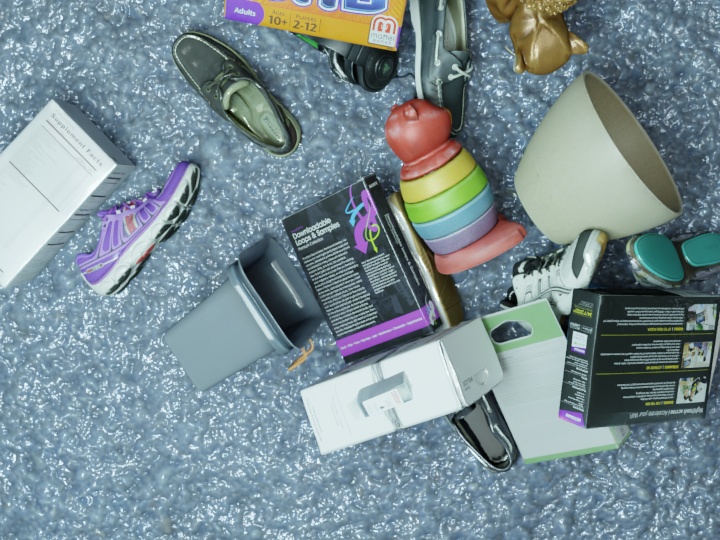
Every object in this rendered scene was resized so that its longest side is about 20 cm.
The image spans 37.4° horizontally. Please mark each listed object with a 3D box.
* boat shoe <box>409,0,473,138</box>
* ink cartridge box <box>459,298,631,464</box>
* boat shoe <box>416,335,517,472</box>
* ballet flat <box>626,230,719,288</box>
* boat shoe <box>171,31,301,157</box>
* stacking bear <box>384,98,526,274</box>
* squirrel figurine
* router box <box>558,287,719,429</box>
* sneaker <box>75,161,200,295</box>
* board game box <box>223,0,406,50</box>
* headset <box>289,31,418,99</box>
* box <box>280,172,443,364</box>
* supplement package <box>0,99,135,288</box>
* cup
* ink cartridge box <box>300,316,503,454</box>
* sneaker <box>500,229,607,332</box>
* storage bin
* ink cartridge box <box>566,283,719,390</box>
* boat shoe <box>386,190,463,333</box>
[{"bbox_3d":[0.104,-0.261,1.291,0.059,0.075,0.204,-6,97,37],"label":"boat shoe"},{"bbox_3d":[0.223,0.131,1.295,0.144,0.048,0.203,-20,98,44],"label":"ink cartridge box"},{"bbox_3d":[0.135,0.165,1.333,0.072,0.063,0.202,-32,93,3],"label":"boat shoe"},{"bbox_3d":[0.369,-0.007,1.285,0.198,0.071,0.074,-5,95,-41],"label":"ballet flat"},{"bbox_3d":[-0.152,-0.219,1.302,0.201,0.066,0.072,44,93,-3],"label":"boat shoe"},{"bbox_3d":[0.097,-0.110,1.265,0.112,0.121,0.202,-29,104,-3],"label":"stacking bear"},{"bbox_3d":[0.197,-0.327,1.232,0.139,0.200,0.190,-12,85,-4],"label":"squirrel figurine"},{"bbox_3d":[0.323,0.098,1.224,0.197,0.051,0.152,2,98,-31],"label":"router box"},{"bbox_3d":[-0.276,-0.062,1.308,0.083,0.081,0.200,43,93,2],"label":"sneaker"},{"bbox_3d":[-0.032,-0.394,1.190,0.196,0.201,0.203,10,124,-2],"label":"board game box"},{"bbox_3d":[-0.001,-0.241,1.281,0.197,0.123,0.095,22,97,-26],"label":"headset"},{"bbox_3d":[0.000,0.000,1.300,0.141,0.036,0.203,-21,96,36],"label":"box"},{"bbox_3d":[-0.385,-0.092,1.286,0.114,0.110,0.200,44,93,-3],"label":"supplement package"},{"bbox_3d":[0.268,-0.112,1.268,0.142,0.200,0.201,-36,94,26],"label":"cup"},{"bbox_3d":[0.051,0.135,1.253,0.197,0.145,0.086,-21,89,27],"label":"ink cartridge box"},{"bbox_3d":[0.223,0.011,1.270,0.087,0.201,0.076,33,53,8],"label":"sneaker"},{"bbox_3d":[-0.137,0.066,1.267,0.133,0.200,0.147,-34,94,13],"label":"storage bin"},{"bbox_3d":[0.362,0.092,1.329,0.196,0.067,0.118,11,94,-2],"label":"ink cartridge box"},{"bbox_3d":[0.065,0.005,1.324,0.068,0.071,0.203,-24,94,22],"label":"boat shoe"}]
